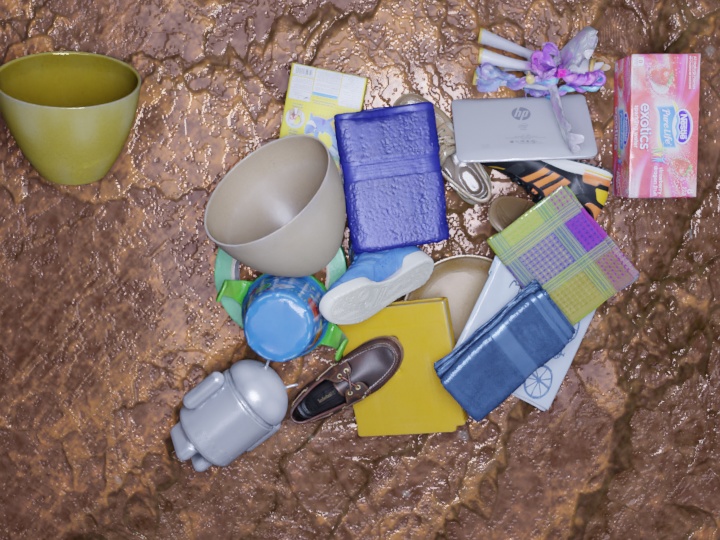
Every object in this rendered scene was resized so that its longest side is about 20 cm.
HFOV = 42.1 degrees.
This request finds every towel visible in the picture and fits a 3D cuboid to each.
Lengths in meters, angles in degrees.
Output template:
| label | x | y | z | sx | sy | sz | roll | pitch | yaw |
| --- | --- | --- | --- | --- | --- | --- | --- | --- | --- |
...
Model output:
| label | x | y | z | sx | sy | sz | roll | pitch | yaw |
| --- | --- | --- | --- | --- | --- | --- | --- | --- | --- |
| towel | 0.206 | 0.116 | 1.332 | 0.200 | 0.049 | 0.112 | -41 | 115 | -2 |
| towel | 0.044 | -0.131 | 1.324 | 0.146 | 0.050 | 0.203 | -8 | 90 | -8 |
| towel | 0.289 | -0.014 | 1.329 | 0.143 | 0.023 | 0.200 | -38 | 112 | 17 |

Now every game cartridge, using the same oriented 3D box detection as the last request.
| label | x | y | z | sx | sy | sz | roll | pitch | yaw |
| --- | --- | --- | --- | --- | --- | --- | --- | --- | --- |
| game cartridge | 0.062 | 0.146 | 1.400 | 0.174 | 0.032 | 0.202 | -6 | 102 | 21 |

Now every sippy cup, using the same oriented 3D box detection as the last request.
| label | x | y | z | sx | sy | sz | roll | pitch | yaw |
| --- | --- | --- | --- | --- | --- | --- | --- | --- | --- |
| sippy cup | -0.111 | 0.069 | 1.326 | 0.176 | 0.130 | 0.141 | -9 | 96 | 3 |

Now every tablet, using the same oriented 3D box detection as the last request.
| label | x | y | z | sx | sy | sz | roll | pitch | yaw |
| --- | --- | --- | --- | --- | --- | --- | --- | --- | --- |
| tablet | 0.234 | -0.207 | 1.350 | 0.197 | 0.014 | 0.131 | -2 | 52 | 1 |

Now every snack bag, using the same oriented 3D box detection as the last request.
| label | x | y | z | sx | sy | sz | roll | pitch | yaw |
| --- | --- | --- | --- | --- | --- | --- | --- | --- | --- |
| snack bag | 0.239 | 0.091 | 1.380 | 0.199 | 0.021 | 0.190 | 24 | 92 | -21 |

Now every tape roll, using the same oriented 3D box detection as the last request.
| label | x | y | z | sx | sy | sz | roll | pitch | yaw |
| --- | --- | --- | --- | --- | --- | --- | --- | --- | --- |
| tape roll | -0.119 | 0.003 | 1.408 | 0.198 | 0.048 | 0.203 | 0 | 97 | 1 |

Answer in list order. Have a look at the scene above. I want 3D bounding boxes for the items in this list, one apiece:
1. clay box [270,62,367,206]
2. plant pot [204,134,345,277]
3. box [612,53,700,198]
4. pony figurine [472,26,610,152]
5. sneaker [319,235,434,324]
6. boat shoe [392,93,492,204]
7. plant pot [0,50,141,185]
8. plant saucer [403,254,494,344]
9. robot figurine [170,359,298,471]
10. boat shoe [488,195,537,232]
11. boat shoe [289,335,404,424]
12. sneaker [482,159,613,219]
| label | x | y | z | sx | sy | sz | roll | pitch | yaw |
| --- | --- | --- | --- | --- | --- | --- | --- | --- | --- |
| clay box | -0.062 | -0.194 | 1.383 | 0.114 | 0.048 | 0.202 | 11 | 98 | 0 |
| plant pot | -0.098 | -0.069 | 1.298 | 0.199 | 0.201 | 0.135 | -33 | 130 | 5 |
| box | 0.424 | -0.206 | 1.346 | 0.101 | 0.095 | 0.203 | 0 | 97 | 0 |
| pony figurine | 0.259 | -0.275 | 1.303 | 0.198 | 0.194 | 0.168 | 10 | 120 | 2 |
| sneaker | 0.000 | 0.001 | 1.351 | 0.199 | 0.111 | 0.077 | -26 | 140 | -30 |
| boat shoe | 0.125 | -0.181 | 1.371 | 0.071 | 0.065 | 0.200 | -44 | 94 | 6 |
| plant pot | -0.414 | -0.208 | 1.335 | 0.198 | 0.201 | 0.143 | 9 | 123 | 0 |
| plant saucer | 0.159 | 0.075 | 1.415 | 0.198 | 0.035 | 0.203 | 0 | 96 | 2 |
| robot figurine | -0.190 | 0.212 | 1.400 | 0.199 | 0.113 | 0.170 | -39 | 135 | 6 |
| boat shoe | 0.268 | -0.042 | 1.380 | 0.198 | 0.072 | 0.073 | 24 | 72 | -11 |
| boat shoe | -0.022 | 0.169 | 1.382 | 0.199 | 0.070 | 0.071 | -39 | 87 | 22 |
| sneaker | 0.267 | -0.125 | 1.372 | 0.198 | 0.070 | 0.091 | 12 | 95 | -1 |
